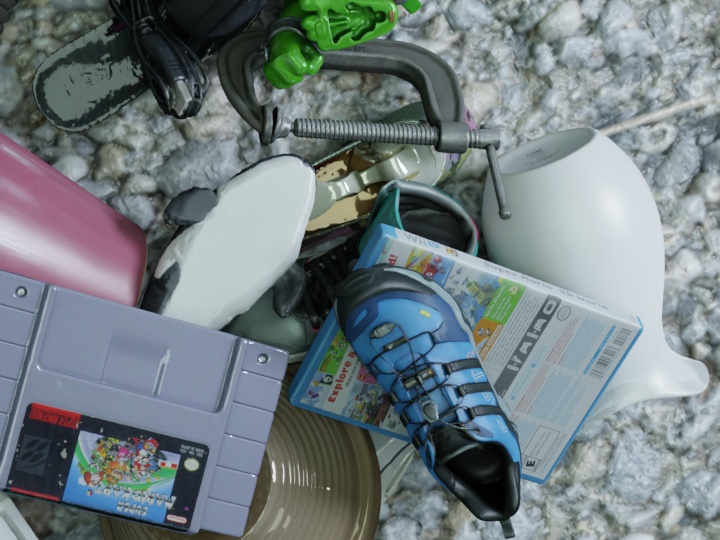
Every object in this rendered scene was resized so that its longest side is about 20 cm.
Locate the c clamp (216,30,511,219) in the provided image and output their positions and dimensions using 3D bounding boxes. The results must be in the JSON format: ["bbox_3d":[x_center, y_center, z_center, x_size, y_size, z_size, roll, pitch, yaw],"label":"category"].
[{"bbox_3d":[0.001,-0.111,1.241,0.200,0.171,0.027,6,134,-9],"label":"c clamp"}]

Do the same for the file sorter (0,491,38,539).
[{"bbox_3d":[-0.249,0.261,1.091,0.200,0.125,0.139,-34,131,-13],"label":"file sorter"}]

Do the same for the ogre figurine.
[{"bbox_3d":[0.008,-0.208,1.240,0.098,0.120,0.200,26,100,-17],"label":"ogre figurine"}]

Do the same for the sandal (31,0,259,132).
[{"bbox_3d":[-0.138,-0.166,1.264,0.200,0.048,0.075,-40,98,-3],"label":"sandal"}]

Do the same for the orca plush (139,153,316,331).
[{"bbox_3d":[-0.096,0.013,1.212,0.105,0.071,0.200,20,83,-12],"label":"orca plush"}]

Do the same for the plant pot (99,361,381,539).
[{"bbox_3d":[-0.092,0.147,1.232,0.200,0.093,0.201,-3,76,13],"label":"plant pot"}]

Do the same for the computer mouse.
[{"bbox_3d":[-0.082,-0.203,1.181,0.200,0.053,0.139,-34,62,16],"label":"computer mouse"}]

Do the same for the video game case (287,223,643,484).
[{"bbox_3d":[0.070,0.060,1.221,0.200,0.018,0.143,19,117,-20],"label":"video game case"}]

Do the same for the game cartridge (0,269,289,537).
[{"bbox_3d":[-0.150,0.087,1.129,0.200,0.038,0.130,17,80,-24],"label":"game cartridge"}]

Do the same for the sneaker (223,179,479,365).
[{"bbox_3d":[0.000,0.000,1.233,0.200,0.121,0.084,-20,72,-24],"label":"sneaker"}]

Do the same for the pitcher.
[{"bbox_3d":[0.139,0.017,1.280,0.171,0.121,0.200,-25,107,-14],"label":"pitcher"}]

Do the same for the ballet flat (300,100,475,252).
[{"bbox_3d":[-0.003,-0.061,1.279,0.200,0.071,0.069,-26,91,-6],"label":"ballet flat"}]

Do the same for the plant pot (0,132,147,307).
[{"bbox_3d":[-0.248,-0.001,1.201,0.179,0.200,0.200,23,91,-24],"label":"plant pot"}]

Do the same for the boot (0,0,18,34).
[{"bbox_3d":[-0.306,-0.236,1.230,0.200,0.070,0.132,39,94,-4],"label":"boot"}]

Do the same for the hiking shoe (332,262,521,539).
[{"bbox_3d":[0.053,0.078,1.167,0.074,0.087,0.200,-32,121,11],"label":"hiking shoe"}]

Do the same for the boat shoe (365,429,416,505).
[{"bbox_3d":[0.007,0.125,1.296,0.072,0.066,0.200,29,86,23],"label":"boat shoe"}]
